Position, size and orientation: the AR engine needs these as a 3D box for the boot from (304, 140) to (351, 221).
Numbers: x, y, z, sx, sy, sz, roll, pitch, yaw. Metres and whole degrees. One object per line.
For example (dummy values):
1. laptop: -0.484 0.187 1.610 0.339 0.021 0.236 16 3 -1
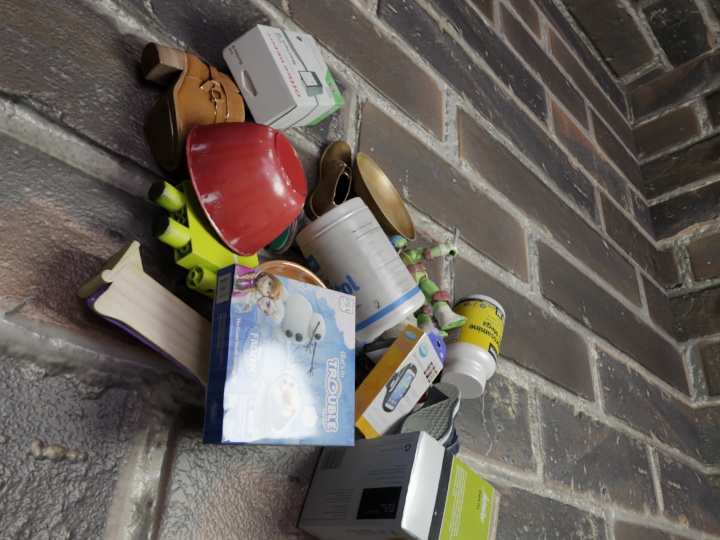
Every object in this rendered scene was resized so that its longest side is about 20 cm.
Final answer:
1. boot: -0.039 -0.177 1.035 0.074 0.075 0.200 36 47 -27

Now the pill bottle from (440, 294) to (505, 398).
1. pill bottle: 0.226 0.154 1.138 0.112 0.112 0.200 46 44 -23

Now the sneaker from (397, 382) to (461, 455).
1. sneaker: 0.114 0.296 0.926 0.202 0.077 0.147 -28 128 -58

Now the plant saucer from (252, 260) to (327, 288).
1. plant saucer: -0.103 0.087 0.740 0.200 0.037 0.201 18 64 -43

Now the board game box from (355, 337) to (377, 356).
1. board game box: 0.003 0.053 1.001 0.200 0.034 0.136 -34 97 -49

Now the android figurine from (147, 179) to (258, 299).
1. android figurine: -0.208 -0.041 0.771 0.200 0.041 0.182 40 27 -56

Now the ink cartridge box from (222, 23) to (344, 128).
1. ink cartridge box: -0.127 -0.332 0.971 0.146 0.084 0.200 62 26 -6

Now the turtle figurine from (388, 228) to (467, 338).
1. turtle figurine: 0.133 0.021 1.005 0.200 0.144 0.194 23 43 -60

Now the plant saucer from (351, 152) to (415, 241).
1. plant saucer: 0.039 -0.135 1.083 0.200 0.035 0.200 48 21 -26

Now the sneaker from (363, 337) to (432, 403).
1. sneaker: 0.074 0.179 0.970 0.201 0.067 0.108 23 56 -60

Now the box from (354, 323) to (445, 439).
1. box: 0.060 0.177 0.884 0.200 0.041 0.119 -51 141 -18

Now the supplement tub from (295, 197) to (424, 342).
1. supplement tub: 0.000 0.000 0.895 0.132 0.132 0.200 -31 86 -49

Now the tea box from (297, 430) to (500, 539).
1. tea box: 0.059 0.344 0.801 0.197 0.200 0.134 45 45 -26

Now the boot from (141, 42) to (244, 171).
1. boot: -0.242 -0.238 0.847 0.155 0.074 0.201 4 75 -54

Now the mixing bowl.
1. mixing bowl: -0.145 -0.131 0.794 0.200 0.108 0.201 -19 90 -77

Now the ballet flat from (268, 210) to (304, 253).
1. ballet flat: -0.130 -0.123 0.925 0.071 0.069 0.201 17 58 -65

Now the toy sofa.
1. toy sofa: -0.244 0.067 0.690 0.200 0.083 0.098 43 50 -26

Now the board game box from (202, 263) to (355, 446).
1. board game box: -0.089 0.111 0.687 0.199 0.043 0.201 18 65 -44
